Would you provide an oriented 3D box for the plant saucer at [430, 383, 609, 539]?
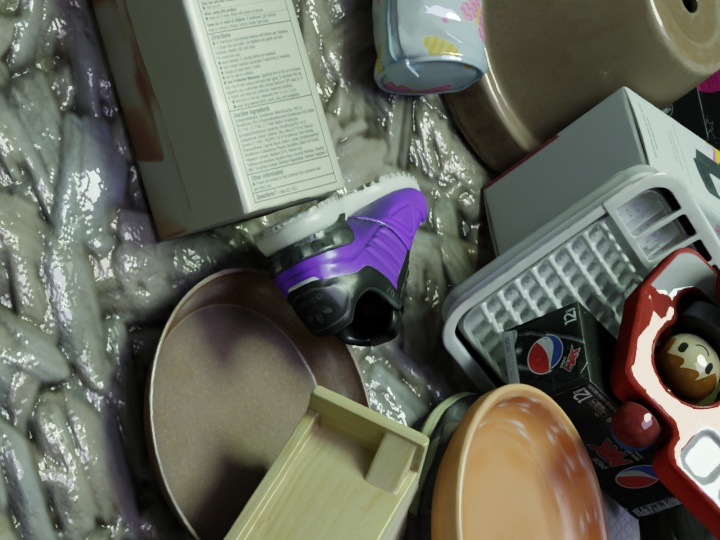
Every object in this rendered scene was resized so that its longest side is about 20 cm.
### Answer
[{"bbox_3d":[0.101,0.175,1.401,0.200,0.037,0.202,25,60,-53],"label":"plant saucer"}]

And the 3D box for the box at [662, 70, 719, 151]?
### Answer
[{"bbox_3d":[0.272,-0.192,1.768,0.114,0.131,0.202,-5,81,-52],"label":"box"}]

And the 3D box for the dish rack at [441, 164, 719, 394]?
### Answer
[{"bbox_3d":[0.157,0.014,1.534,0.172,0.199,0.044,49,7,-47],"label":"dish rack"}]

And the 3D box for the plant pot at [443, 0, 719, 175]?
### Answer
[{"bbox_3d":[0.177,-0.179,1.625,0.199,0.174,0.202,18,65,-43],"label":"plant pot"}]

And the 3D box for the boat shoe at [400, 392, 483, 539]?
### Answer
[{"bbox_3d":[0.066,0.144,1.453,0.201,0.065,0.072,-45,125,-56],"label":"boat shoe"}]

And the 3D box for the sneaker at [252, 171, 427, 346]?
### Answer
[{"bbox_3d":[-0.001,0.000,1.415,0.100,0.069,0.200,64,26,1],"label":"sneaker"}]

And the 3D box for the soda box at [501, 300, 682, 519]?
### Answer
[{"bbox_3d":[0.176,0.102,1.535,0.200,0.063,0.071,42,33,-46],"label":"soda box"}]

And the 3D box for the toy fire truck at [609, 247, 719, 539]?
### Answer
[{"bbox_3d":[0.253,0.089,1.468,0.200,0.112,0.168,45,59,1],"label":"toy fire truck"}]

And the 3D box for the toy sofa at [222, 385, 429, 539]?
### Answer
[{"bbox_3d":[-0.038,0.175,1.285,0.082,0.098,0.200,23,47,11],"label":"toy sofa"}]

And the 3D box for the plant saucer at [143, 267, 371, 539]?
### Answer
[{"bbox_3d":[-0.068,0.100,1.361,0.199,0.034,0.202,20,62,-44],"label":"plant saucer"}]

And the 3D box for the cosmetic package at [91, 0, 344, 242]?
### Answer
[{"bbox_3d":[-0.095,-0.130,1.364,0.103,0.087,0.202,-15,90,-48],"label":"cosmetic package"}]

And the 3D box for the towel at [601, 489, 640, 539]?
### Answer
[{"bbox_3d":[0.158,0.217,1.547,0.191,0.032,0.202,29,53,-54],"label":"towel"}]

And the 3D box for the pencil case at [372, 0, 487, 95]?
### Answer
[{"bbox_3d":[0.043,-0.227,1.555,0.091,0.082,0.202,18,64,-63],"label":"pencil case"}]

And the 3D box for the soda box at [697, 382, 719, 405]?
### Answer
[{"bbox_3d":[0.280,0.080,1.635,0.067,0.199,0.065,23,59,-42],"label":"soda box"}]

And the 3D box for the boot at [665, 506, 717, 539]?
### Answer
[{"bbox_3d":[0.281,0.191,1.618,0.067,0.200,0.132,1,69,-12],"label":"boot"}]

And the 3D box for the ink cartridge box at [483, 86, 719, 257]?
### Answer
[{"bbox_3d":[0.212,-0.030,1.627,0.199,0.145,0.083,28,38,-40],"label":"ink cartridge box"}]
